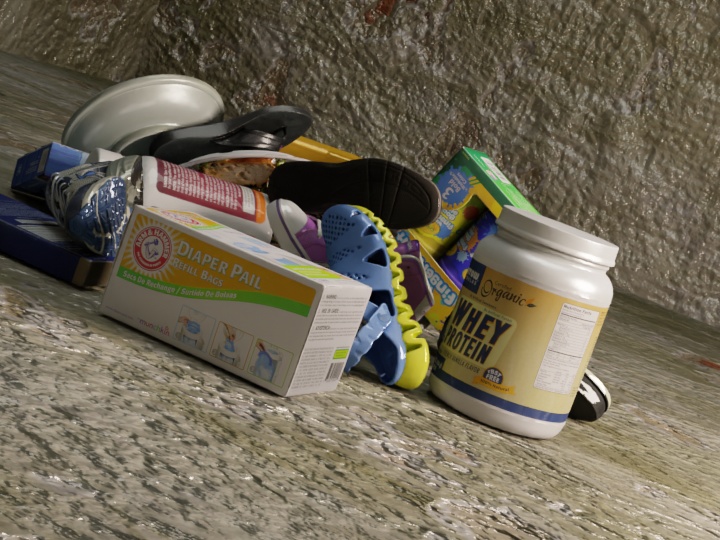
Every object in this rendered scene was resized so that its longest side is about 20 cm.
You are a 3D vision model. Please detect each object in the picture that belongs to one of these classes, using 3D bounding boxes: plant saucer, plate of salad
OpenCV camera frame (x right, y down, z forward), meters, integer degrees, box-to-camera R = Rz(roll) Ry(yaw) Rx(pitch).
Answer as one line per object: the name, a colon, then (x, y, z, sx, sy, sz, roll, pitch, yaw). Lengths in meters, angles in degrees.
plant saucer: (-0.253, -0.152, 1.915, 0.200, 0.200, 0.050, 12, 48, -46)
plate of salad: (-0.137, -0.099, 1.892, 0.199, 0.048, 0.200, -4, -12, -1)

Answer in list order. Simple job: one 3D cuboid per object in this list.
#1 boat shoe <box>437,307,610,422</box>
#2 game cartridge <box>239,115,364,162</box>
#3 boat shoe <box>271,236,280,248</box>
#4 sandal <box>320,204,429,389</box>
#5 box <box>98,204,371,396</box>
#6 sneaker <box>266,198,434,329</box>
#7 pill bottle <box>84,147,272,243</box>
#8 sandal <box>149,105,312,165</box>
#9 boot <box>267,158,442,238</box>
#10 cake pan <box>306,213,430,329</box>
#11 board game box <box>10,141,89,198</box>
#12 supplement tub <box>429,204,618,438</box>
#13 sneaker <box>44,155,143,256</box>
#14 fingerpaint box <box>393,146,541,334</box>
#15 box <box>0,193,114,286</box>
boat shoe: (0.175, 0.111, 1.745, 0.201, 0.074, 0.063, 31, 46, 2)
game cartridge: (-0.084, -0.081, 2.009, 0.199, 0.177, 0.032, 19, 26, -6)
boat shoe: (-0.094, -0.023, 1.868, 0.071, 0.091, 0.200, 18, 7, -11)
sandal: (-0.002, 0.024, 1.571, 0.087, 0.080, 0.201, -5, 61, -30)
box: (-0.111, 0.025, 1.418, 0.199, 0.102, 0.112, 23, 7, 21)
sneaker: (-0.002, -0.020, 1.675, 0.201, 0.114, 0.073, 47, 15, -21)
pill bottle: (-0.203, -0.056, 1.730, 0.199, 0.115, 0.114, 18, 7, -21)
sandal: (-0.148, -0.144, 1.901, 0.199, 0.075, 0.048, -15, 61, -17)
boot: (0.016, -0.073, 1.755, 0.199, 0.074, 0.150, 4, -6, 25)
cake pan: (0.000, 0.000, 1.857, 0.200, 0.037, 0.200, 42, 19, -18)
board game box: (-0.287, -0.091, 1.863, 0.198, 0.044, 0.200, 16, -7, -21)
supplement tub: (0.163, 0.049, 1.589, 0.144, 0.201, 0.144, 19, 7, -2)
sneaker: (-0.267, -0.061, 1.560, 0.085, 0.077, 0.200, 0, 14, 4)
fingerpaint box: (0.134, -0.011, 1.837, 0.200, 0.167, 0.073, 51, 19, 20)
box: (-0.316, -0.033, 1.569, 0.199, 0.033, 0.121, 25, 8, 19)
